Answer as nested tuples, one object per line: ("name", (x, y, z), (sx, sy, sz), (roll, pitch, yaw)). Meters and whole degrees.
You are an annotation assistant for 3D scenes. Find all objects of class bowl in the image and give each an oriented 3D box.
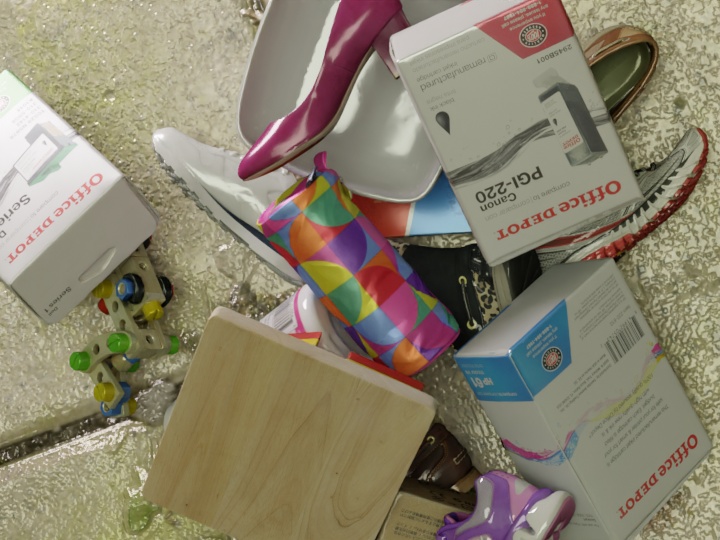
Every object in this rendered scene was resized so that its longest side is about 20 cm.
("bowl", (0.005, -0.170, 1.631), (0.200, 0.075, 0.200), (20, 94, 11))

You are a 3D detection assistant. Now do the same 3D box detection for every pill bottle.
("pill bottle", (-0.076, 0.106, 1.653), (0.200, 0.113, 0.113), (-38, 82, 26))

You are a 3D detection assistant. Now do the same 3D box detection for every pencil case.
("pencil case", (0.000, 0.000, 1.579), (0.088, 0.088, 0.200), (-37, 97, 10))

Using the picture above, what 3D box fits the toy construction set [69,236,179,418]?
("toy construction set", (-0.242, 0.028, 1.725), (0.131, 0.092, 0.200), (-45, 72, 34))

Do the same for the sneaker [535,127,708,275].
("sneaker", (0.222, -0.060, 1.622), (0.200, 0.078, 0.082), (-40, 81, 9))

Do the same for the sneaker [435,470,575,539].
("sneaker", (0.097, 0.247, 1.539), (0.088, 0.080, 0.200), (33, 110, 17))

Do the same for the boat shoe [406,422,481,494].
("boat shoe", (0.012, 0.216, 1.670), (0.200, 0.070, 0.070), (-38, 95, 0))

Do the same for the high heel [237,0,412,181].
("high heel", (-0.043, -0.165, 1.570), (0.200, 0.067, 0.096), (-39, 91, -4))

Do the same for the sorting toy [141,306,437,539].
("sorting toy", (-0.058, 0.138, 1.561), (0.198, 0.070, 0.200), (23, 120, -1))

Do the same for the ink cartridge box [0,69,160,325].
("ink cartridge box", (-0.302, -0.068, 1.684), (0.146, 0.084, 0.200), (-45, 56, -8))

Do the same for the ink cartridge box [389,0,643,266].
("ink cartridge box", (0.129, -0.125, 1.530), (0.145, 0.085, 0.200), (-24, 111, 7))

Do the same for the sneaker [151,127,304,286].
("sneaker", (-0.106, -0.073, 1.705), (0.200, 0.076, 0.081), (40, 86, 5))

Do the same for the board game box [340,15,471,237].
("board game box", (0.059, -0.131, 1.677), (0.153, 0.040, 0.200), (-4, 89, 12))

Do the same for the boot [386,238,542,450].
("boot", (0.092, 0.064, 1.658), (0.153, 0.073, 0.204), (5, 114, 32))

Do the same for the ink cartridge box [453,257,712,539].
("ink cartridge box", (0.191, 0.112, 1.559), (0.144, 0.085, 0.200), (-39, 107, -31))

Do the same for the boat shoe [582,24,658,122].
("boat shoe", (0.184, -0.138, 1.612), (0.076, 0.074, 0.200), (41, 88, -12))

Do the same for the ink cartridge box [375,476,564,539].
("ink cartridge box", (0.093, 0.284, 1.616), (0.200, 0.075, 0.165), (18, 97, -10))
